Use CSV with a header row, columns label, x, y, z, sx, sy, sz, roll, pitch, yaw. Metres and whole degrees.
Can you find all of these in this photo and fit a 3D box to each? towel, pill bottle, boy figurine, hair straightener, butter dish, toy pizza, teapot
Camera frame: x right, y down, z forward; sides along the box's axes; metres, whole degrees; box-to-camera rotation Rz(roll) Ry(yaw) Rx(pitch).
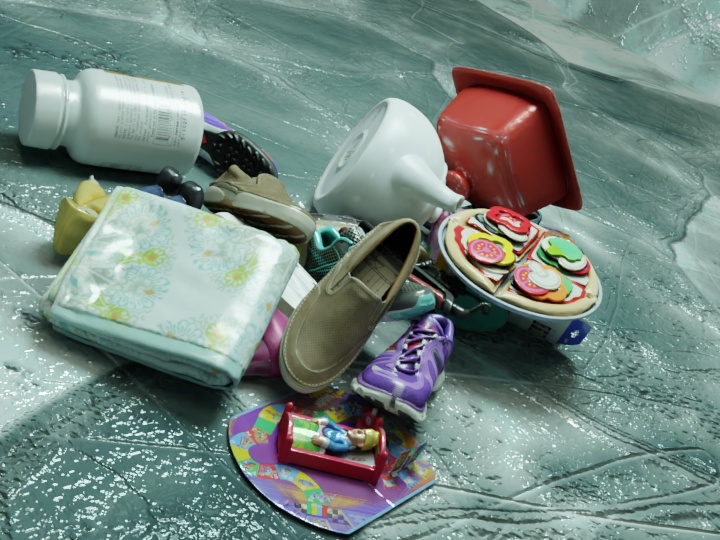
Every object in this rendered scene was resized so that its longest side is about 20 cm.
label,x,y,z,sx,sy,sz,roll,pitch,yaw
towel,-0.177,0.011,0.966,0.200,0.048,0.171,19,54,4
pill bottle,-0.300,-0.181,1.228,0.200,0.115,0.114,5,32,-31
boy figurine,-0.263,-0.065,1.105,0.124,0.065,0.200,36,27,18
hair straightener,0.069,-0.003,1.135,0.200,0.041,0.077,29,33,30
butter dish,0.170,-0.147,1.348,0.148,0.200,0.200,-39,37,-21
toy pizza,0.184,-0.016,1.152,0.200,0.032,0.200,15,33,-10
teapot,0.042,-0.112,1.314,0.146,0.197,0.200,35,38,-15

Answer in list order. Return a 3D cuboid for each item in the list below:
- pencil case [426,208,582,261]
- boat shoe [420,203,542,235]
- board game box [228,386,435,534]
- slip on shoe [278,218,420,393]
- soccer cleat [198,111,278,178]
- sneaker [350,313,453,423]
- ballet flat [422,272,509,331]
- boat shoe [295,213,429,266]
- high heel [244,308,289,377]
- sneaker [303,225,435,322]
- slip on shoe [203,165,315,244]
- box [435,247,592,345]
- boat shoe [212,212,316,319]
label,x,y,z,sx,sy,sz,roll,pitch,yaw
pencil case,0.189,-0.028,1.354,0.200,0.088,0.088,13,29,-20
boat shoe,0.171,-0.068,1.436,0.200,0.062,0.075,7,33,-27
board game box,-0.020,0.150,0.923,0.158,0.039,0.200,38,30,26
slip on shoe,-0.005,0.029,0.975,0.076,0.061,0.200,43,67,-2
soccer cleat,-0.181,-0.167,1.349,0.200,0.068,0.073,29,24,18
sneaker,0.049,0.087,1.017,0.080,0.084,0.200,24,18,8
ballet flat,0.081,0.021,1.206,0.200,0.069,0.063,15,21,-17
boat shoe,-0.014,-0.035,1.230,0.199,0.072,0.065,7,36,-17
high heel,-0.115,0.027,1.035,0.096,0.067,0.200,-4,41,-25
sneaker,0.000,0.000,1.085,0.077,0.091,0.200,-11,17,-40
slip on shoe,-0.109,-0.079,1.148,0.076,0.061,0.200,39,-13,-31
box,0.186,0.024,1.230,0.200,0.119,0.042,25,70,7
boat shoe,-0.091,0.006,1.091,0.068,0.072,0.200,-13,43,-43
